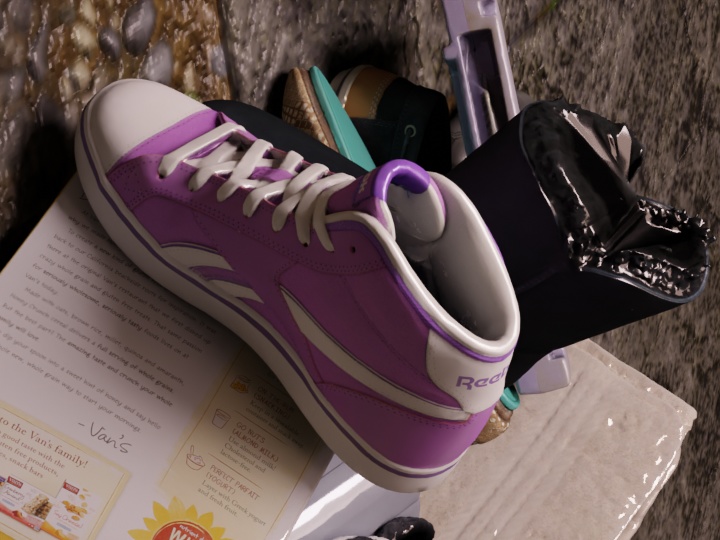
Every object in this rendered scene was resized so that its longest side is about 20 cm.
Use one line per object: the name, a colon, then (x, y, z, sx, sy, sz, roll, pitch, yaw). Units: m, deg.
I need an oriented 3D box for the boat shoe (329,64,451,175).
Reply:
boat shoe: (0.028, -0.015, 1.009, 0.075, 0.062, 0.201, -56, 144, -46)

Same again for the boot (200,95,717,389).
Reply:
boot: (0.027, -0.031, 0.797, 0.200, 0.168, 0.077, 39, 50, -12)

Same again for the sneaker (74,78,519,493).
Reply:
sneaker: (-0.019, -0.024, 0.700, 0.073, 0.200, 0.114, -38, 162, -36)

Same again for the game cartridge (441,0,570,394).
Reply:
game cartridge: (0.071, -0.041, 0.964, 0.130, 0.038, 0.201, 27, 52, -88)

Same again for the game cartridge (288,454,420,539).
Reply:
game cartridge: (-0.033, 0.157, 0.856, 0.133, 0.042, 0.200, -29, 146, -33)

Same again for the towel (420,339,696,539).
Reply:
towel: (0.076, 0.116, 1.018, 0.200, 0.132, 0.035, -48, 161, -23)

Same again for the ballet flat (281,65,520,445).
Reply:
ballet flat: (0.000, 0.000, 0.918, 0.200, 0.065, 0.070, 60, 12, 8)

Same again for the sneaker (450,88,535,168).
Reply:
sneaker: (0.075, -0.003, 1.117, 0.079, 0.075, 0.201, -34, 121, -40)

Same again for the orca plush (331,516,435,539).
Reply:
orca plush: (0.015, 0.179, 0.840, 0.105, 0.071, 0.200, -39, 152, -25)

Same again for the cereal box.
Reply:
cereal box: (-0.080, 0.048, 0.726, 0.200, 0.144, 0.040, -59, -178, -39)
